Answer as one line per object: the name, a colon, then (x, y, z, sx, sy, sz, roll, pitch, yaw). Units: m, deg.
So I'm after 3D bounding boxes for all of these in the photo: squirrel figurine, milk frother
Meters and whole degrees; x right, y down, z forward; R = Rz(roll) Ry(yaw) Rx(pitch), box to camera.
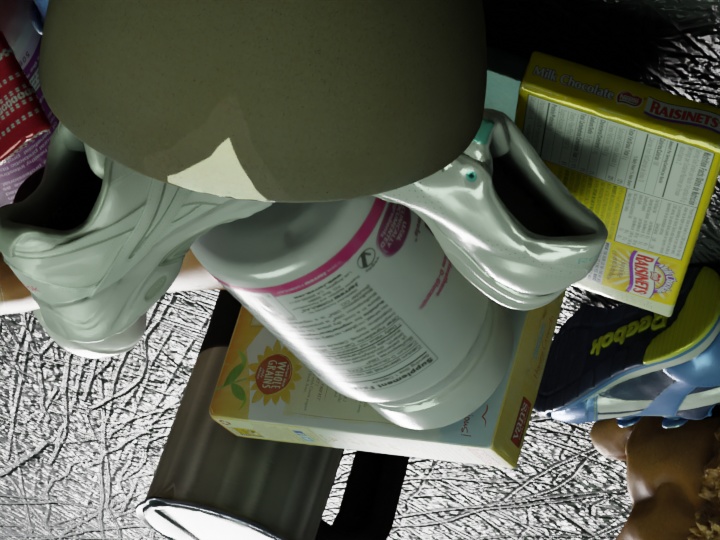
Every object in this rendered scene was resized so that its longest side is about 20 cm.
squirrel figurine: (0.224, 0.188, 1.487, 0.141, 0.188, 0.200, 26, 156, -16)
milk frother: (-0.014, 0.089, 1.452, 0.180, 0.189, 0.200, 25, 158, -18)

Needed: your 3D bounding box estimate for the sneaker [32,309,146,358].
sneaker: (-0.176, -0.004, 1.541, 0.088, 0.076, 0.200, -9, 149, 20)

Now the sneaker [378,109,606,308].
sneaker: (0.030, -0.061, 1.093, 0.199, 0.076, 0.088, 32, 159, -8)

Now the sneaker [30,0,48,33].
sneaker: (-0.132, -0.131, 1.186, 0.082, 0.074, 0.200, 7, 153, 32)

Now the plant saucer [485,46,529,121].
plant saucer: (0.063, -0.073, 1.221, 0.200, 0.039, 0.201, 16, 158, 7)

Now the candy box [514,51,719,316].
candy box: (0.123, -0.039, 1.167, 0.102, 0.027, 0.200, 16, 157, 6)

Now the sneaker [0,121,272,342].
sneaker: (-0.096, -0.059, 1.130, 0.078, 0.200, 0.099, 35, 169, 42)

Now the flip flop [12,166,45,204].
flip flop: (-0.109, -0.042, 1.265, 0.081, 0.200, 0.058, 20, 125, 31)

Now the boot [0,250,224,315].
boot: (-0.142, -0.008, 1.379, 0.154, 0.074, 0.200, -10, 176, -19)

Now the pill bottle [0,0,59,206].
pill bottle: (-0.209, -0.096, 1.292, 0.112, 0.113, 0.200, 12, 156, 16)

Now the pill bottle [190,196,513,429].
pill bottle: (0.000, 0.000, 1.238, 0.113, 0.114, 0.200, 4, 154, 32)

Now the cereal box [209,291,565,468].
cereal box: (0.018, 0.035, 1.365, 0.199, 0.145, 0.040, 5, 157, 33)

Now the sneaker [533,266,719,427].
sneaker: (0.174, 0.059, 1.389, 0.082, 0.074, 0.200, 27, 157, -22)

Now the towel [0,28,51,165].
towel: (-0.242, -0.124, 1.164, 0.144, 0.201, 0.022, -33, 172, 36)

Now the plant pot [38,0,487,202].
plant pot: (-0.036, -0.139, 1.000, 0.199, 0.201, 0.135, 15, 124, 10)
